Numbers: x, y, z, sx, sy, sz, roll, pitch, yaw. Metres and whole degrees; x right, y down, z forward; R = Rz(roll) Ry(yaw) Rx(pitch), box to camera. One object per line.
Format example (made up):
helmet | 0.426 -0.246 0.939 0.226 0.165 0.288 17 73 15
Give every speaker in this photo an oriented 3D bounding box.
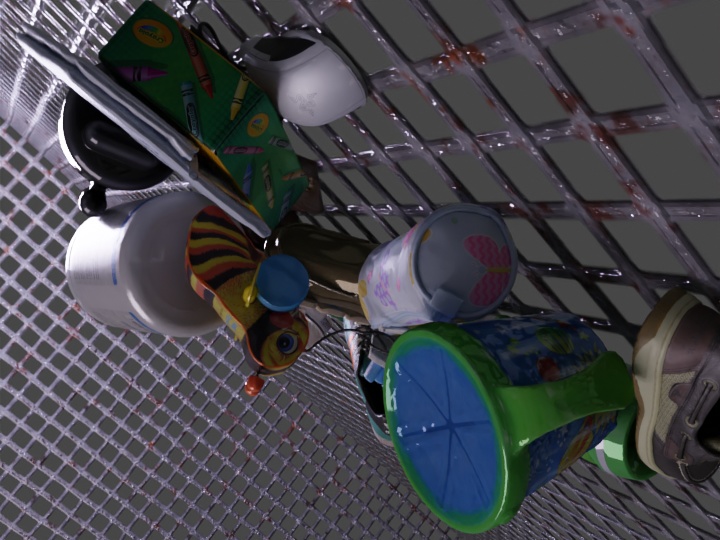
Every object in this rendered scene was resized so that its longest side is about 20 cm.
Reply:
speaker | 0.160 0.097 0.681 0.199 0.089 0.089 22 158 53

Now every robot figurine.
robot figurine | -0.239 -0.142 0.819 0.126 0.149 0.199 62 164 -16

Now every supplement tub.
supplement tub | -0.204 -0.005 0.814 0.132 0.133 0.199 46 157 -26

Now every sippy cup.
sippy cup | 0.103 0.090 0.565 0.177 0.128 0.142 33 130 50

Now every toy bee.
toy bee | -0.080 0.041 0.686 0.198 0.109 0.132 28 154 20

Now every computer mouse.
computer mouse | -0.068 -0.143 0.628 0.110 0.044 0.199 49 164 -30

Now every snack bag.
snack bag | -0.163 -0.107 0.631 0.200 0.022 0.188 42 175 -37

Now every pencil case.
pencil case | 0.054 0.005 0.666 0.083 0.091 0.200 45 165 -4

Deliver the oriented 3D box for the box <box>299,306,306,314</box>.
box | -0.129 0.017 0.916 0.038 0.042 0.199 15 -167 -41

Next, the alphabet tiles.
alphabet tiles | -0.079 0.011 0.913 0.198 0.015 0.195 19 -171 -40

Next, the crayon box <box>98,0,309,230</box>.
crayon box | -0.115 -0.114 0.660 0.118 0.059 0.200 39 173 13

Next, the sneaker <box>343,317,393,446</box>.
sneaker | 0.022 0.095 0.950 0.080 0.070 0.203 81 174 -62

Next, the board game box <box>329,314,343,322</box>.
board game box | -0.051 0.035 1.092 0.104 0.024 0.200 33 179 27

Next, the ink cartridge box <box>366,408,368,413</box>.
ink cartridge box | 0.072 0.160 1.025 0.058 0.106 0.200 10 -175 -18

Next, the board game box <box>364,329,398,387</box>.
board game box | 0.094 0.119 0.831 0.198 0.026 0.200 30 -171 -2

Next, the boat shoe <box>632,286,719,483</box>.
boat shoe | 0.221 0.092 0.530 0.066 0.072 0.202 34 161 42

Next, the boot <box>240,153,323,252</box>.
boot | -0.079 -0.069 0.875 0.185 0.065 0.198 37 162 -31

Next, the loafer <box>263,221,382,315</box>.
loafer | 0.000 0.000 0.824 0.197 0.077 0.068 23 142 -7

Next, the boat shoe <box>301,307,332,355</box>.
boat shoe | -0.124 0.034 0.992 0.199 0.070 0.071 36 166 26
